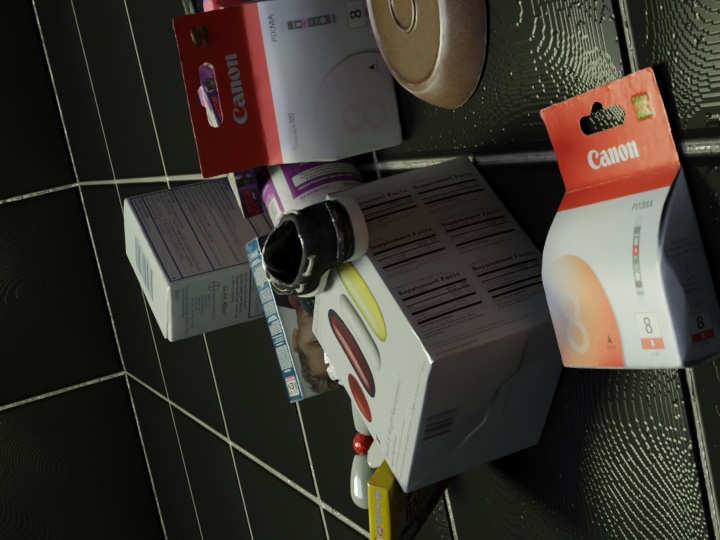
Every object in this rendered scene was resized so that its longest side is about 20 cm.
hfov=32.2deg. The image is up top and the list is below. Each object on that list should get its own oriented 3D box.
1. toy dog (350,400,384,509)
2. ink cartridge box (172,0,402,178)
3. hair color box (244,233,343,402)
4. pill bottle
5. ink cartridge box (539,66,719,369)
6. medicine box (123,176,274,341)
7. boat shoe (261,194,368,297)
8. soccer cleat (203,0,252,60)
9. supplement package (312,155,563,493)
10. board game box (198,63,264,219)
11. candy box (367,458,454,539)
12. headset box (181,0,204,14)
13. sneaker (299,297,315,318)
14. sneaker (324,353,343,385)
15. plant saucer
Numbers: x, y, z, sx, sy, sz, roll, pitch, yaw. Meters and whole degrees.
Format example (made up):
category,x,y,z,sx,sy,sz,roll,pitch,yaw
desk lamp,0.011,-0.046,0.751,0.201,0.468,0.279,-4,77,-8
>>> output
category,x,y,z,sx,sy,sz,roll,pitch,yaw
toy dog,0.036,0.154,1.346,0.096,0.132,0.201,4,119,28
ink cartridge box,-0.065,-0.183,1.208,0.057,0.199,0.164,21,124,61
hair color box,-0.061,0.048,1.508,0.060,0.100,0.201,-24,82,68
pill bottle,-0.069,-0.127,1.388,0.112,0.112,0.201,112,138,-59
ink cartridge box,0.178,-0.029,0.900,0.162,0.050,0.201,-11,97,70
medicine box,-0.190,-0.024,1.650,0.103,0.199,0.182,98,150,-42
boat shoe,-0.054,-0.014,1.075,0.200,0.060,0.074,-22,83,67
soccer cleat,-0.118,-0.208,1.268,0.076,0.067,0.200,3,138,37
supplement package,0.066,0.045,1.104,0.200,0.146,0.192,58,154,36
board game box,-0.143,-0.148,1.334,0.200,0.032,0.121,86,165,-68
candy box,0.060,0.187,1.193,0.026,0.200,0.103,9,122,25
headset box,-0.171,-0.313,1.529,0.200,0.077,0.150,97,155,-77
sneaker,0.000,0.000,1.339,0.066,0.079,0.200,39,146,-6
sneaker,-0.009,0.037,1.429,0.087,0.075,0.201,-1,109,58
plant saucer,0.049,-0.240,1.110,0.200,0.034,0.201,50,149,46
